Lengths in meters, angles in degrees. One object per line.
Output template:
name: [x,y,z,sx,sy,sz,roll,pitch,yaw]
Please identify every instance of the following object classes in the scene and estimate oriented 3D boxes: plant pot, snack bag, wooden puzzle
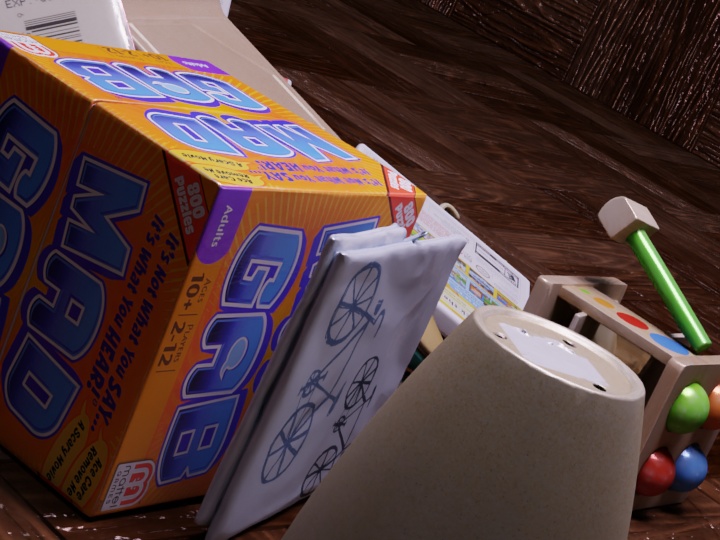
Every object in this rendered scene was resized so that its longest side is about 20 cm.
plant pot: [0.059,0.127,0.842,0.186,0.201,0.187,22,16,-7]
snack bag: [-0.011,0.057,0.988,0.021,0.190,0.200,30,16,19]
wooden puzzle: [-0.113,-0.151,1.401,0.200,0.037,0.185,52,25,10]

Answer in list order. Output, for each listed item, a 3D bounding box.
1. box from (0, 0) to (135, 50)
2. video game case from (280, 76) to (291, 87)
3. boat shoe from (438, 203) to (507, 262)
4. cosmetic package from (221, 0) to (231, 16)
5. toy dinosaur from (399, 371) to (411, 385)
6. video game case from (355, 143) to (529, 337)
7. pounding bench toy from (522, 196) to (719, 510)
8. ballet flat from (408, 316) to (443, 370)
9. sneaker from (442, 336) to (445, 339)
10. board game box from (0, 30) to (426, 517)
box: [-0.219,-0.120,1.185,0.108,0.129,0.200,-14,-5,-14]
video game case: [-0.180,-0.150,1.519,0.199,0.143,0.018,20,38,-15]
boat shoe: [0.068,-0.030,1.606,0.200,0.077,0.071,35,19,36]
cosmetic package: [-0.236,-0.256,1.635,0.122,0.201,0.199,19,10,35]
toy dinosaur: [-0.017,0.065,1.199,0.200,0.077,0.102,53,-1,-37]
video game case: [0.060,-0.007,1.402,0.200,0.023,0.182,39,23,-11]
pounding bench toy: [0.215,0.063,1.283,0.156,0.201,0.124,33,18,33]
ballet flat: [0.000,0.000,1.250,0.200,0.063,0.069,39,-15,2]
sneaker: [0.007,0.019,1.369,0.199,0.075,0.088,17,22,-27]
board game box: [-0.123,-0.003,0.997,0.199,0.201,0.199,33,18,30]
